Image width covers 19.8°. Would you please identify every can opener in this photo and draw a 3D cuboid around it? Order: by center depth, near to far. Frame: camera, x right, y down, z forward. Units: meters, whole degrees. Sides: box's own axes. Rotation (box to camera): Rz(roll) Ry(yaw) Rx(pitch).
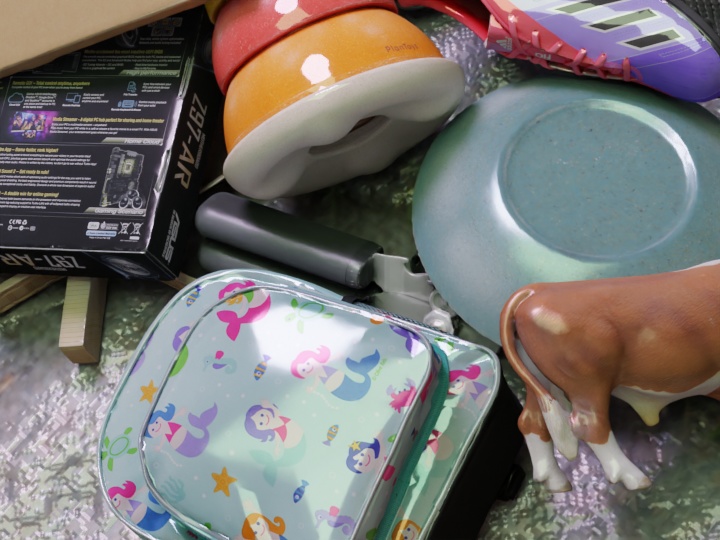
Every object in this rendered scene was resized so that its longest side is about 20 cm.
[{"bbox_3d":[0.000,0.000,1.171,0.200,0.053,0.066,15,39,21],"label":"can opener"}]

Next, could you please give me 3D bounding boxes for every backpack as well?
[{"bbox_3d":[-0.037,0.091,1.080,0.200,0.151,0.178,20,76,28],"label":"backpack"}]

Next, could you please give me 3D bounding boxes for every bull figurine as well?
[{"bbox_3d":[0.168,0.045,1.045,0.200,0.065,0.122,-5,88,-8],"label":"bull figurine"}]

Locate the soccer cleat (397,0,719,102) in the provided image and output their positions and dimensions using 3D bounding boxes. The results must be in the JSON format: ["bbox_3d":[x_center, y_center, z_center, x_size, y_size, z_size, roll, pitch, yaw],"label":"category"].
[{"bbox_3d":[0.112,-0.135,1.146,0.200,0.068,0.073,32,60,23],"label":"soccer cleat"}]

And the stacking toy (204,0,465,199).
[{"bbox_3d":[-0.040,-0.153,1.170,0.146,0.146,0.200,-24,78,4],"label":"stacking toy"}]

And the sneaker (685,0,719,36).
[{"bbox_3d":[0.261,-0.157,1.107,0.105,0.075,0.200,-39,23,-6],"label":"sneaker"}]

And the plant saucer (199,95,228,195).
[{"bbox_3d":[-0.128,-0.117,1.268,0.200,0.034,0.200,-6,64,13],"label":"plant saucer"}]

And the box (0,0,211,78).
[{"bbox_3d":[-0.153,-0.212,1.172,0.200,0.021,0.164,-15,80,32],"label":"box"}]

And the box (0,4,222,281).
[{"bbox_3d":[-0.186,-0.078,1.218,0.200,0.044,0.160,2,68,23],"label":"box"}]

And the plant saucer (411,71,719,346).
[{"bbox_3d":[0.128,-0.040,1.121,0.201,0.039,0.201,-1,57,1],"label":"plant saucer"}]

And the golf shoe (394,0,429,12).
[{"bbox_3d":[0.064,-0.248,1.213,0.078,0.094,0.200,39,97,35],"label":"golf shoe"}]

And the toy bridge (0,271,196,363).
[{"bbox_3d":[-0.163,0.021,1.215,0.200,0.027,0.067,-4,64,15],"label":"toy bridge"}]
